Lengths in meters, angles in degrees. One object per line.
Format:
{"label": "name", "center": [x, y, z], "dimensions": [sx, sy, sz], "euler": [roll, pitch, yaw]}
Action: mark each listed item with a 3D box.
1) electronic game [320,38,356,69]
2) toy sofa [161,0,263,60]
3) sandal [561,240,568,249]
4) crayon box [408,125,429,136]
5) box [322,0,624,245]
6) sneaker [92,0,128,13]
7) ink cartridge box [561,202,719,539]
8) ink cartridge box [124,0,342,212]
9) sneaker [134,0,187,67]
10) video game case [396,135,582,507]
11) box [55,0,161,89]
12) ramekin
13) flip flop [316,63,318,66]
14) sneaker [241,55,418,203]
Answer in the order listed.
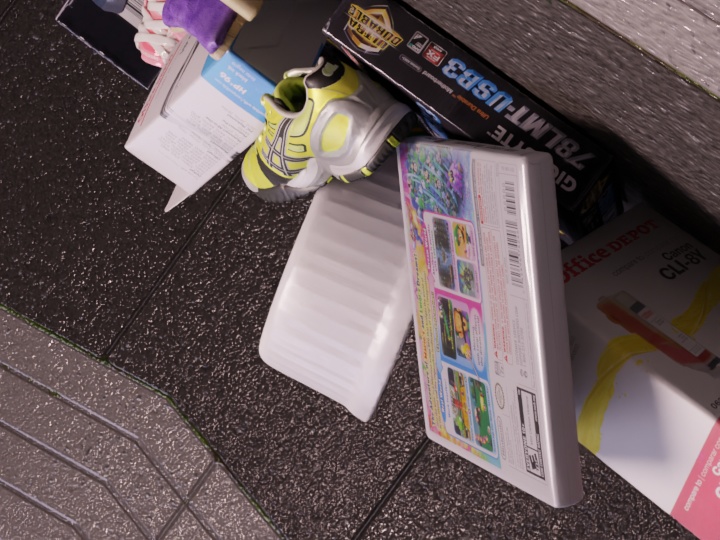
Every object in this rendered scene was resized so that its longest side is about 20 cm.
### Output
{"label": "electronic game", "center": [-0.009, -0.177, 1.317], "dimensions": [0.199, 0.042, 0.200], "euler": [37, -179, -1]}
{"label": "toy sofa", "center": [-0.119, -0.220, 1.123], "dimensions": [0.083, 0.098, 0.200], "euler": [36, -177, -22]}
{"label": "sandal", "center": [0.167, 0.000, 1.271], "dimensions": [0.198, 0.043, 0.076], "euler": [17, 172, -1]}
{"label": "crayon box", "center": [0.008, -0.109, 1.296], "dimensions": [0.199, 0.052, 0.126], "euler": [26, 178, -23]}
{"label": "box", "center": [0.082, -0.096, 1.073], "dimensions": [0.198, 0.050, 0.200], "euler": [37, -179, 13]}
{"label": "sneaker", "center": [-0.235, -0.266, 1.317], "dimensions": [0.081, 0.071, 0.200], "euler": [9, -157, -26]}
{"label": "ink cartridge box", "center": [0.199, 0.061, 0.995], "dimensions": [0.199, 0.084, 0.145], "euler": [38, -138, 26]}
{"label": "ink cartridge box", "center": [-0.107, -0.139, 1.220], "dimensions": [0.068, 0.117, 0.200], "euler": [35, 141, -19]}
{"label": "sneaker", "center": [-0.153, -0.229, 1.334], "dimensions": [0.075, 0.105, 0.201], "euler": [38, 166, 44]}
{"label": "video game case", "center": [0.075, 0.023, 0.977], "dimensions": [0.023, 0.202, 0.182], "euler": [-10, -169, -20]}
{"label": "box", "center": [-0.195, -0.257, 1.494], "dimensions": [0.104, 0.149, 0.200], "euler": [36, -179, -11]}
{"label": "ramekin", "center": [0.000, 0.000, 1.189], "dimensions": [0.097, 0.202, 0.200], "euler": [22, -179, 2]}
{"label": "flip flop", "center": [-0.044, -0.185, 1.458], "dimensions": [0.199, 0.058, 0.081], "euler": [38, -159, -5]}
{"label": "sneaker", "center": [-0.034, -0.100, 1.085], "dimensions": [0.076, 0.076, 0.199], "euler": [47, 154, -14]}
